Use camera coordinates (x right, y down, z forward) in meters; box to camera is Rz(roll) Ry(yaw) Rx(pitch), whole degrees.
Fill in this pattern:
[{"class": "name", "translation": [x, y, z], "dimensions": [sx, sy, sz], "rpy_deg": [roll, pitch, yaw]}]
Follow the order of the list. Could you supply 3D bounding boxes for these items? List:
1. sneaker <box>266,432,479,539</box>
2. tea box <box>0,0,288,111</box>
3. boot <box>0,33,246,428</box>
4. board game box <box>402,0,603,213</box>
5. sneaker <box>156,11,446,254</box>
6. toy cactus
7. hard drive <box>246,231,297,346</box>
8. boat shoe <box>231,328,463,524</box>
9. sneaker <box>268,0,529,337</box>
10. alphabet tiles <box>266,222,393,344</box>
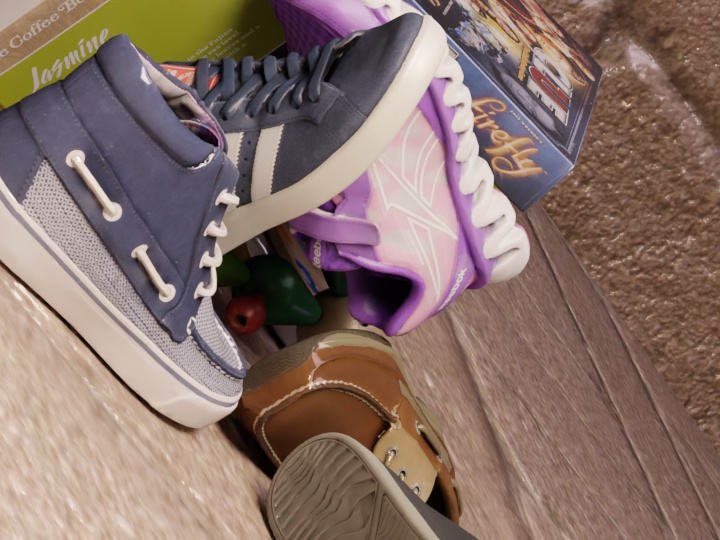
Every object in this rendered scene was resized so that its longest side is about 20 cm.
[{"class": "sneaker", "translation": [0.043, 0.157, 1.207], "dimensions": [0.106, 0.075, 0.200], "rpy_deg": [33, 22, -48]}, {"class": "tea box", "translation": [-0.123, -0.160, 1.303], "dimensions": [0.200, 0.133, 0.197], "rpy_deg": [61, 8, 29]}, {"class": "boot", "translation": [-0.075, -0.011, 1.145], "dimensions": [0.200, 0.090, 0.073], "rpy_deg": [46, 13, -52]}, {"class": "board game box", "translation": [0.053, -0.111, 1.387], "dimensions": [0.135, 0.035, 0.200], "rpy_deg": [45, 17, -6]}, {"class": "sneaker", "translation": [-0.055, -0.063, 1.185], "dimensions": [0.085, 0.200, 0.075], "rpy_deg": [45, 37, -18]}, {"class": "toy cactus", "translation": [0.000, 0.000, 1.414], "dimensions": [0.102, 0.200, 0.165], "rpy_deg": [24, -54, 36]}, {"class": "hard drive", "translation": [-0.056, -0.019, 1.542], "dimensions": [0.200, 0.026, 0.132], "rpy_deg": [56, 8, -12]}, {"class": "boat shoe", "translation": [0.004, 0.085, 1.317], "dimensions": [0.074, 0.076, 0.200], "rpy_deg": [63, 11, 24]}, {"class": "sneaker", "translation": [0.003, -0.047, 1.259], "dimensions": [0.080, 0.088, 0.200], "rpy_deg": [29, -26, 46]}, {"class": "alphabet tiles", "translation": [-0.026, -0.010, 1.567], "dimensions": [0.200, 0.008, 0.167], "rpy_deg": [62, 9, 28]}]
